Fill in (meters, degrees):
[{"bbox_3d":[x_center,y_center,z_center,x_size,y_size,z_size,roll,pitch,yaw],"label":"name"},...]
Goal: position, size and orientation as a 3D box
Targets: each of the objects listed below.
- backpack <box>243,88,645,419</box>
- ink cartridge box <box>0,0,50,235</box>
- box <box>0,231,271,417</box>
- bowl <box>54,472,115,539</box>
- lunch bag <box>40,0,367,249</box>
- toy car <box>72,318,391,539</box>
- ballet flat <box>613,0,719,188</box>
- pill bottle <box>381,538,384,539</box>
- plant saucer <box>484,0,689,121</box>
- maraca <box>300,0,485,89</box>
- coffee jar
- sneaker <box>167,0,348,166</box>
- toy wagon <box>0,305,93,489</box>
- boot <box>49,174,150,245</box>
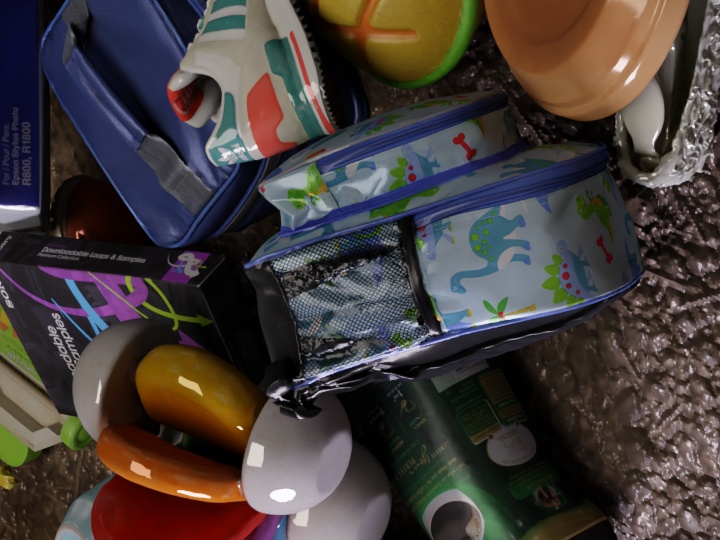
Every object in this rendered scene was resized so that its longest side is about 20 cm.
[{"bbox_3d":[0.047,-0.020,1.237,0.199,0.183,0.147,-14,95,14],"label":"backpack"},{"bbox_3d":[-0.230,-0.129,1.494,0.200,0.040,0.200,123,146,-81],"label":"ink cartridge box"},{"bbox_3d":[-0.148,0.046,1.474,0.200,0.036,0.143,7,133,38],"label":"box"},{"bbox_3d":[-0.137,0.214,1.496,0.201,0.105,0.201,33,128,55],"label":"bowl"},{"bbox_3d":[-0.112,-0.124,1.431,0.200,0.132,0.136,54,133,14],"label":"lunch bag"},{"bbox_3d":[-0.091,0.134,1.340,0.175,0.150,0.200,18,157,27],"label":"toy car"},{"bbox_3d":[0.168,-0.136,1.206,0.072,0.072,0.201,17,116,39],"label":"ballet flat"},{"bbox_3d":[0.022,0.245,1.420,0.200,0.110,0.111,46,134,50],"label":"pill bottle"},{"bbox_3d":[0.116,-0.181,1.199,0.200,0.037,0.201,-175,90,-65],"label":"plant saucer"},{"bbox_3d":[0.007,-0.203,1.307,0.137,0.107,0.200,-26,84,47],"label":"maraca"},{"bbox_3d":[0.076,0.130,1.372,0.200,0.085,0.104,58,139,14],"label":"coffee jar"},{"bbox_3d":[-0.078,-0.137,1.319,0.070,0.093,0.200,63,-178,-47],"label":"sneaker"},{"bbox_3d":[-0.254,0.074,1.703,0.155,0.040,0.200,34,126,31],"label":"toy wagon"},{"bbox_3d":[-0.138,0.015,1.554,0.107,0.075,0.200,-24,94,41],"label":"boot"}]
